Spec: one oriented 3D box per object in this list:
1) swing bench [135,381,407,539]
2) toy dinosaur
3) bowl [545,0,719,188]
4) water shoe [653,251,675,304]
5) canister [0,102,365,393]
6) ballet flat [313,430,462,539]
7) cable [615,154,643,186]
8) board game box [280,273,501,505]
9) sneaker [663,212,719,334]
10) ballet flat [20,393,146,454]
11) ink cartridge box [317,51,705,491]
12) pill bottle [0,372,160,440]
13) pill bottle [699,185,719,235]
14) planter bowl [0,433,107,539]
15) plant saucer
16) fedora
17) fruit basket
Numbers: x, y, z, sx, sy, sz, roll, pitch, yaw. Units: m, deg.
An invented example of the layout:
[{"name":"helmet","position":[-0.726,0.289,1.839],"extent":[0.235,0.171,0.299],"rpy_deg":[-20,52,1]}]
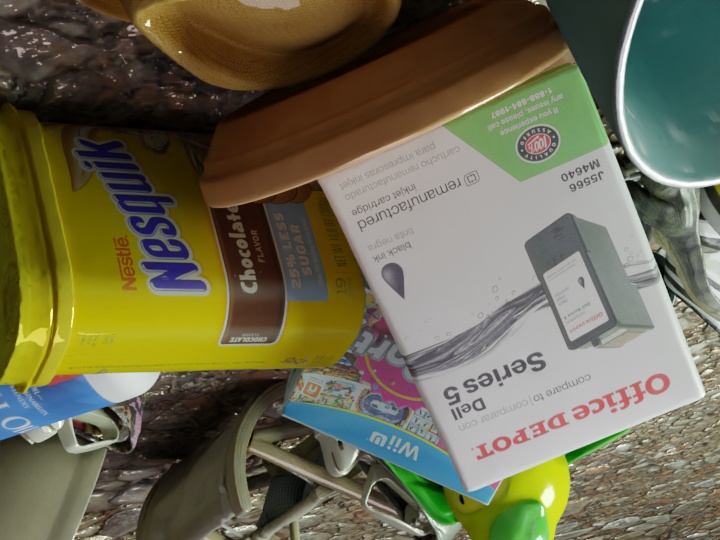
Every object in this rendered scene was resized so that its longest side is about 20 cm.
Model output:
[{"name":"swing bench","position":[-0.079,0.197,1.241],"extent":[0.199,0.131,0.199],"rpy_deg":[11,148,-32]},{"name":"toy dinosaur","position":[0.182,-0.039,0.856],"extent":[0.088,0.047,0.201],"rpy_deg":[3,128,43]},{"name":"bowl","position":[0.155,-0.148,0.593],"extent":[0.200,0.105,0.202],"rpy_deg":[-26,141,-23]},{"name":"water shoe","position":[0.188,0.008,0.998],"extent":[0.199,0.072,0.079],"rpy_deg":[-4,162,-44]},{"name":"canister","position":[-0.109,-0.012,0.753],"extent":[0.199,0.149,0.087],"rpy_deg":[1,144,-31]},{"name":"ballet flat","position":[0.008,0.161,1.144],"extent":[0.200,0.064,0.067],"rpy_deg":[44,157,-10]},{"name":"cable","position":[0.154,-0.069,0.914],"extent":[0.199,0.050,0.098],"rpy_deg":[-22,140,-10]},{"name":"board game box","position":[0.058,0.023,0.832],"extent":[0.147,0.064,0.201],"rpy_deg":[24,111,-7]},{"name":"sneaker","position":[0.315,-0.011,1.005],"extent":[0.199,0.076,0.116],"rpy_deg":[1,129,-8]},{"name":"ballet flat","position":[-0.226,0.099,1.023],"extent":[0.069,0.072,0.200],"rpy_deg":[-21,154,21]},{"name":"ink cartridge box","position":[0.083,-0.002,0.742],"extent":[0.145,0.201,0.084],"rpy_deg":[-23,-162,9]},{"name":"pill bottle","position":[-0.193,0.038,0.861],"extent":[0.199,0.113,0.112],"rpy_deg":[-19,155,12]},{"name":"pill bottle","position":[0.292,-0.094,0.811],"extent":[0.112,0.113,0.200],"rpy_deg":[-2,154,-22]},{"name":"planter bowl","position":[-0.304,0.206,1.103],"extent":[0.134,0.201,0.200],"rpy_deg":[23,146,-11]},{"name":"plant saucer","position":[0.007,-0.089,0.672],"extent":[0.199,0.038,0.200],"rpy_deg":[-23,-168,5]},{"name":"fedora","position":[-0.045,-0.136,0.594],"extent":[0.199,0.082,0.201],"rpy_deg":[-10,155,-5]},{"name":"fruit basket","position":[0.101,0.126,1.050],"extent":[0.215,0.156,0.216],"rpy_deg":[-38,-170,8]}]
